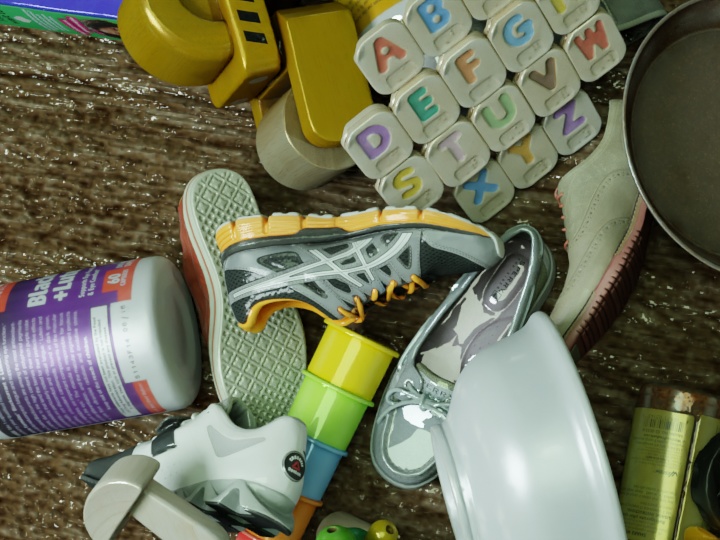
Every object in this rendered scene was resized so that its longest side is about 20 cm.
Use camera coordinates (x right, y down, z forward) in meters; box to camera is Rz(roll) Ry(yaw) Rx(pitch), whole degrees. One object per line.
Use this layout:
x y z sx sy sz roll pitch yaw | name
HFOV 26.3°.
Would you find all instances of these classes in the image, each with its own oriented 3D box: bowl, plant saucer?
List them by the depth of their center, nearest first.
0.099 0.133 0.977 0.090 0.201 0.202 -14 77 -2 | bowl
0.260 -0.088 1.044 0.200 0.034 0.201 4 78 -18 | plant saucer

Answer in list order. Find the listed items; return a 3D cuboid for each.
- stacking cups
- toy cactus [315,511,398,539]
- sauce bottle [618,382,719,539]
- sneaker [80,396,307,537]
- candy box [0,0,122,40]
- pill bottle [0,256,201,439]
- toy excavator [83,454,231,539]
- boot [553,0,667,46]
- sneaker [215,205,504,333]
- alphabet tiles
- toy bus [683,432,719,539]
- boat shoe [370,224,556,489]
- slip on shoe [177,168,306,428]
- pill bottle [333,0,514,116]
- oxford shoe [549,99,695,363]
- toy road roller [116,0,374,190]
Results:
-0.042 0.135 1.090 0.060 0.060 0.200 26 91 15 | stacking cups
0.021 0.216 1.023 0.165 0.200 0.102 30 91 55 | toy cactus
0.197 0.177 1.025 0.066 0.066 0.200 12 81 13 | sauce bottle
-0.110 0.133 1.075 0.200 0.074 0.089 -2 60 39 | sneaker
-0.221 -0.271 1.190 0.199 0.077 0.170 9 81 14 | candy box
-0.224 0.060 1.108 0.199 0.111 0.112 -11 77 9 | pill bottle
-0.085 0.227 1.007 0.194 0.100 0.200 12 114 11 | toy excavator
0.163 -0.262 1.114 0.182 0.073 0.200 -35 67 17 | boot
0.000 0.000 1.054 0.199 0.078 0.077 -4 79 14 | sneaker
0.086 -0.120 1.048 0.200 0.196 0.015 -37 43 2 | alphabet tiles
0.333 0.133 0.974 0.192 0.136 0.200 33 77 -18 | toy bus
0.069 0.058 1.073 0.074 0.065 0.202 34 87 15 | boat shoe
-0.089 0.027 1.118 0.074 0.061 0.200 -14 88 -24 | slip on shoe
0.035 -0.208 1.108 0.113 0.113 0.200 -24 76 6 | pill bottle
0.165 -0.028 1.073 0.075 0.070 0.200 23 74 18 | oxford shoe
-0.084 -0.151 1.082 0.146 0.123 0.200 -15 86 -19 | toy road roller
